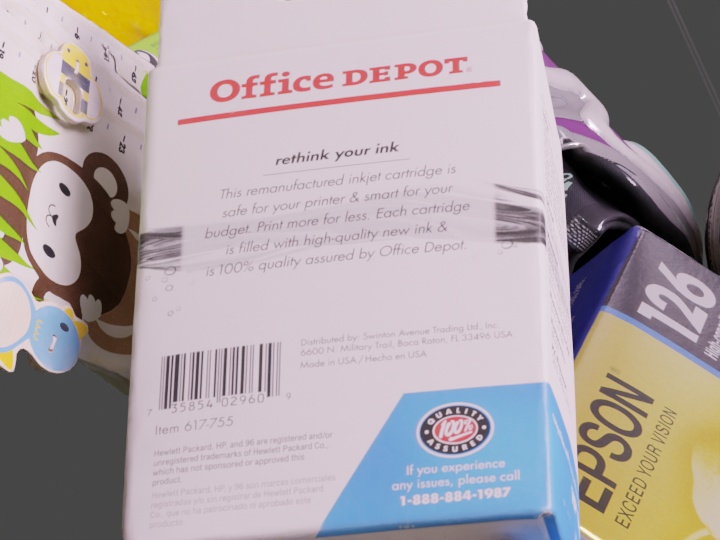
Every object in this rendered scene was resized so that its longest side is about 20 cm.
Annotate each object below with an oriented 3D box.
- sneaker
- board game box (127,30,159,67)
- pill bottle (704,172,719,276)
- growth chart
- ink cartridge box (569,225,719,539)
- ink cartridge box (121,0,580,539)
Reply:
[{"bbox_3d":[0.058,-0.040,1.011,0.200,0.078,0.140,36,13,-14],"label":"sneaker"},{"bbox_3d":[-0.011,-0.003,0.913,0.200,0.030,0.096,38,31,9],"label":"board game box"},{"bbox_3d":[0.189,-0.017,1.013,0.116,0.116,0.200,45,-4,4],"label":"pill bottle"},{"bbox_3d":[-0.089,-0.032,0.796,0.200,0.018,0.145,29,47,-49],"label":"growth chart"},{"bbox_3d":[0.098,0.058,0.857,0.200,0.047,0.198,34,29,1],"label":"ink cartridge box"},{"bbox_3d":[0.000,0.000,0.775,0.068,0.116,0.200,70,18,-55],"label":"ink cartridge box"}]
